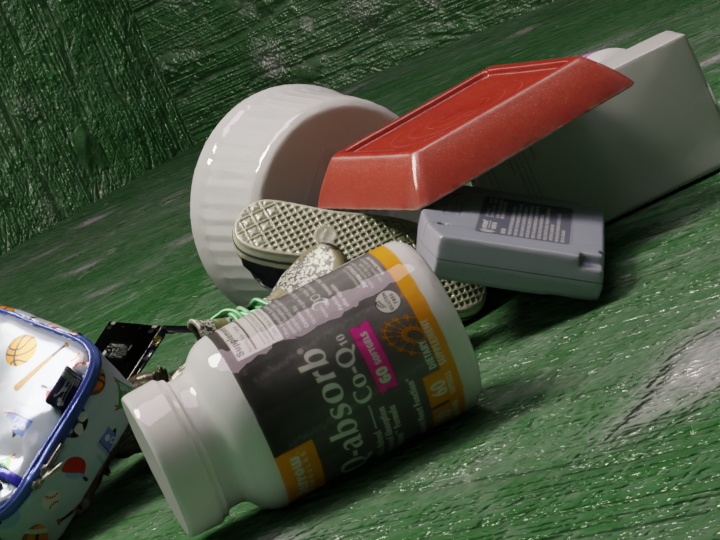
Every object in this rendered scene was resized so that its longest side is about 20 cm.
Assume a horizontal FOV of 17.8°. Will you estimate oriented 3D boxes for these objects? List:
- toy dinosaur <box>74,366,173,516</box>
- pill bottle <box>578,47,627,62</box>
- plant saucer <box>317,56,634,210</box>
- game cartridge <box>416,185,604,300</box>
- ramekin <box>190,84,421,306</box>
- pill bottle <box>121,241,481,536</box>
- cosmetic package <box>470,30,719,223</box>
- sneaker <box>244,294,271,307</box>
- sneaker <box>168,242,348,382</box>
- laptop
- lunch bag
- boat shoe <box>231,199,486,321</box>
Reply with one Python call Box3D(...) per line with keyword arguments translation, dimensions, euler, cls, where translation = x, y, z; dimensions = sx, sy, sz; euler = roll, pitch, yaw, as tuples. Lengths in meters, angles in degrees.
Box3D(translation=(-0.165, 0.105, 1.708), dimensions=(0.102, 0.078, 0.200), euler=(-13, 16, 28), cls="toy dinosaur")
Box3D(translation=(0.201, -0.136, 2.015), dimensions=(0.104, 0.105, 0.200), euler=(-30, 10, -30), cls="pill bottle")
Box3D(translation=(0.076, -0.107, 1.725), dimensions=(0.199, 0.037, 0.199), euler=(-31, 13, -19), cls="plant saucer")
Box3D(translation=(0.106, -0.022, 1.625), dimensions=(0.132, 0.042, 0.200), euler=(5, 12, 6), cls="game cartridge")
Box3D(translation=(-0.031, -0.052, 1.888), dimensions=(0.200, 0.202, 0.097), euler=(-29, 16, -25), cls="ramekin")
Box3D(translation=(-0.036, 0.074, 1.394), dimensions=(0.199, 0.117, 0.116), euler=(-28, 9, -10), cls="pill bottle")
Box3D(translation=(0.184, -0.098, 1.818), dimensions=(0.199, 0.114, 0.081), euler=(-24, 9, -2), cls="cosmetic package")
Box3D(translation=(-0.026, 0.047, 1.639), dimensions=(0.077, 0.080, 0.199), euler=(-19, 6, -42), cls="sneaker")
Box3D(translation=(-0.076, 0.052, 1.537), dimensions=(0.077, 0.089, 0.201), euler=(17, 63, 40), cls="sneaker")
Box3D(translation=(-0.163, 0.100, 1.960), dimensions=(0.201, 0.116, 0.187), euler=(-57, 16, -11), cls="laptop")
Box3D(translation=(-0.261, 0.110, 1.632), dimensions=(0.199, 0.076, 0.161), euler=(17, 68, 40), cls="lunch bag")
Box3D(translation=(0.000, 0.000, 1.715), dimensions=(0.198, 0.062, 0.075), euler=(13, 55, 14), cls="boat shoe")
